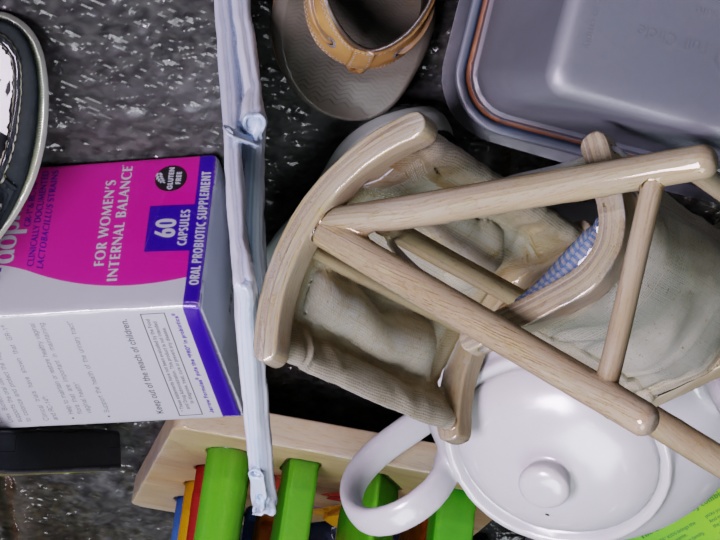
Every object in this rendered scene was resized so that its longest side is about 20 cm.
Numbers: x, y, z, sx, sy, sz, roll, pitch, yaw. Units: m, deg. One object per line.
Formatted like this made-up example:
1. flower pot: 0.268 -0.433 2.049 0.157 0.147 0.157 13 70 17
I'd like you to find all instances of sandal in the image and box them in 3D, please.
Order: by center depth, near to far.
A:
1. sandal: 0.011 -0.132 1.275 0.081 0.055 0.200 15 141 -15

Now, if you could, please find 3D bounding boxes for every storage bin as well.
1. storage bin: 0.153 -0.107 1.198 0.199 0.146 0.134 14 -178 -10

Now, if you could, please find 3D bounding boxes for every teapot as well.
1. teapot: 0.107 0.071 1.419 0.196 0.146 0.201 23 130 6

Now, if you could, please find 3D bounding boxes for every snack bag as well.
1. snack bag: -0.052 -0.013 1.316 0.021 0.201 0.189 -4 141 -2

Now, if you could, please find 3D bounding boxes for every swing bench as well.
1. swing bench: 0.090 0.015 1.245 0.199 0.131 0.199 10 172 30

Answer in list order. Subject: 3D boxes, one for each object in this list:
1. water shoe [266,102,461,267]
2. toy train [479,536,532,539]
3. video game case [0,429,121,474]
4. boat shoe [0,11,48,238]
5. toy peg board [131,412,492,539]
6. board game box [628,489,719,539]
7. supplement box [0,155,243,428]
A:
1. water shoe: 0.000 0.000 1.414 0.071 0.079 0.200 -11 150 -28
2. toy train: 0.119 0.174 1.676 0.199 0.046 0.034 -14 126 24
3. video game case: -0.252 0.105 1.542 0.180 0.026 0.200 -3 176 15
4. boat shoe: -0.213 -0.031 1.340 0.074 0.066 0.200 31 103 4
5. toy peg board: -0.028 0.160 1.580 0.199 0.098 0.199 11 161 -9
6. board game box: 0.204 0.165 1.573 0.200 0.048 0.102 -34 100 35
7. supplement box: -0.164 0.014 1.444 0.199 0.102 0.104 -5 142 10
